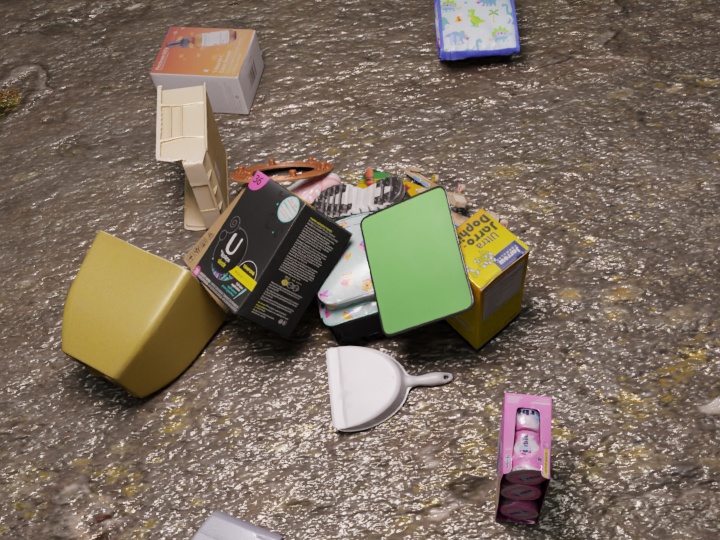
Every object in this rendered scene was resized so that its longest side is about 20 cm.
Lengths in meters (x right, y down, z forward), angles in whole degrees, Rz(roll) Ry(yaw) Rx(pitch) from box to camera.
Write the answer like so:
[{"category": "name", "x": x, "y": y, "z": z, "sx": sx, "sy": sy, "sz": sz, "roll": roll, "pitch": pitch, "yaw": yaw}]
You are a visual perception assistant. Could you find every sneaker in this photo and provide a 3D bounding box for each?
[{"category": "sneaker", "x": 0.010, "y": -0.115, "z": 1.374, "sx": 0.198, "sy": 0.090, "sz": 0.067, "roll": -6, "pitch": 64, "yaw": 34}, {"category": "sneaker", "x": -0.118, "y": -0.105, "z": 1.439, "sx": 0.198, "sy": 0.076, "sz": 0.106, "roll": -20, "pitch": 59, "yaw": -3}]

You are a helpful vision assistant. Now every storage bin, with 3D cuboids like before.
[{"category": "storage bin", "x": -0.315, "y": -0.211, "z": 1.456, "sx": 0.092, "sy": 0.201, "sz": 0.201, "roll": -8, "pitch": 56, "yaw": -1}]

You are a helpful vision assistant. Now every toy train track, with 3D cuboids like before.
[{"category": "toy train track", "x": 0.138, "y": -0.165, "z": 1.419, "sx": 0.113, "sy": 0.033, "sz": 0.200, "roll": 6, "pitch": 21, "yaw": -28}, {"category": "toy train track", "x": 0.194, "y": -0.089, "z": 1.370, "sx": 0.198, "sy": 0.033, "sz": 0.116, "roll": 23, "pitch": 52, "yaw": -2}]

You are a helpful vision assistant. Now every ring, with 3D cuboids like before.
[{"category": "ring", "x": -0.150, "y": -0.194, "z": 1.460, "sx": 0.197, "sy": 0.020, "sz": 0.201, "roll": -3, "pitch": 17, "yaw": 1}]

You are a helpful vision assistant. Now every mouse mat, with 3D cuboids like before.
[{"category": "mouse mat", "x": 0.083, "y": -0.014, "z": 1.178, "sx": 0.159, "sy": 0.008, "sz": 0.203, "roll": -20, "pitch": 71, "yaw": 26}]

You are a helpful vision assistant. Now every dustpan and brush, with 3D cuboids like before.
[{"category": "dustpan and brush", "x": 0.051, "y": 0.183, "z": 1.248, "sx": 0.197, "sy": 0.057, "sz": 0.141, "roll": -10, "pitch": 67, "yaw": 8}]

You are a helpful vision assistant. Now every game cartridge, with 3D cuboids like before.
[{"category": "game cartridge", "x": -0.208, "y": 0.456, "z": 1.102, "sx": 0.131, "sy": 0.041, "sz": 0.202, "roll": 13, "pitch": 59, "yaw": 19}]

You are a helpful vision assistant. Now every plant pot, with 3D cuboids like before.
[{"category": "plant pot", "x": -0.375, "y": 0.091, "z": 1.277, "sx": 0.193, "sy": 0.195, "sz": 0.202, "roll": 21, "pitch": 70, "yaw": 19}]

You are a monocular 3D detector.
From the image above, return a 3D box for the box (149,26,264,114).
[{"category": "box", "x": -0.327, "y": -0.433, "z": 1.659, "sx": 0.197, "sy": 0.107, "sz": 0.154, "roll": 5, "pitch": 57, "yaw": 9}]

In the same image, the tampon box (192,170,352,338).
[{"category": "tampon box", "x": -0.142, "y": -0.027, "z": 1.232, "sx": 0.149, "sy": 0.126, "sz": 0.201, "roll": 34, "pitch": 92, "yaw": 42}]

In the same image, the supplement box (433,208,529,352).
[{"category": "supplement box", "x": 0.191, "y": 0.020, "z": 1.242, "sx": 0.108, "sy": 0.201, "sz": 0.109, "roll": -37, "pitch": 60, "yaw": -18}]

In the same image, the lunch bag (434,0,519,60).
[{"category": "lunch bag", "x": 0.244, "y": -0.517, "z": 1.635, "sx": 0.167, "sy": 0.128, "sz": 0.202, "roll": -4, "pitch": 47, "yaw": 3}]

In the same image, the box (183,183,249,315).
[{"category": "box", "x": -0.216, "y": -0.043, "z": 1.390, "sx": 0.200, "sy": 0.021, "sz": 0.163, "roll": -48, "pitch": 58, "yaw": 4}]

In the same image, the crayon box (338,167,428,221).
[{"category": "crayon box", "x": 0.073, "y": -0.103, "z": 1.427, "sx": 0.198, "sy": 0.051, "sz": 0.128, "roll": 22, "pitch": 61, "yaw": 19}]

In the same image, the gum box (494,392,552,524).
[{"category": "gum box", "x": 0.227, "y": 0.265, "z": 1.075, "sx": 0.065, "sy": 0.201, "sz": 0.115, "roll": 4, "pitch": 55, "yaw": 9}]

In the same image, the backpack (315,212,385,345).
[{"category": "backpack", "x": 0.000, "y": 0.000, "z": 1.306, "sx": 0.174, "sy": 0.154, "sz": 0.202, "roll": -18, "pitch": 53, "yaw": 7}]
